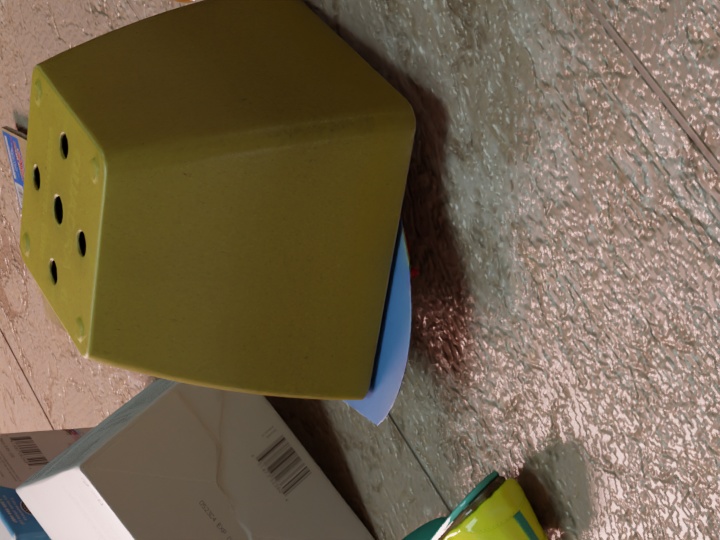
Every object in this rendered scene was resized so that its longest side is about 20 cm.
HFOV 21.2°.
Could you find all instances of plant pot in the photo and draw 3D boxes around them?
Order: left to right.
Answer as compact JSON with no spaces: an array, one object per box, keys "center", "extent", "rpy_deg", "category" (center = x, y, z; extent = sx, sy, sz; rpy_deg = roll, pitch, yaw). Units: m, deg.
[{"center":[-0.102,-0.044,1.171],"extent":[0.200,0.176,0.201],"rpy_deg":[49,137,50],"category":"plant pot"}]

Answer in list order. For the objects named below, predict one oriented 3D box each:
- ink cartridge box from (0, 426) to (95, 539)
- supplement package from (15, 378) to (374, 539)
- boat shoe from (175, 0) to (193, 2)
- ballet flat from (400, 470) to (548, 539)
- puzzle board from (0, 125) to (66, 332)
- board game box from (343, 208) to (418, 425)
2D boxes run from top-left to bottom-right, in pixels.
[{"center":[-0.260,0.239,1.704],"extent":[0.147,0.199,0.147],"rpy_deg":[44,125,43],"category":"ink cartridge box"},{"center":[-0.126,0.186,1.441],"extent":[0.192,0.147,0.200],"rpy_deg":[54,155,-5],"category":"supplement package"},{"center":[-0.168,-0.265,1.329],"extent":[0.200,0.070,0.070],"rpy_deg":[40,150,12],"category":"boat shoe"},{"center":[0.063,0.185,1.212],"extent":[0.067,0.067,0.200],"rpy_deg":[45,150,3],"category":"ballet flat"},{"center":[-0.285,-0.030,1.813],"extent":[0.151,0.017,0.201],"rpy_deg":[26,130,58],"category":"puzzle board"},{"center":[0.000,0.000,1.220],"extent":[0.200,0.039,0.159],"rpy_deg":[30,121,58],"category":"board game box"}]
